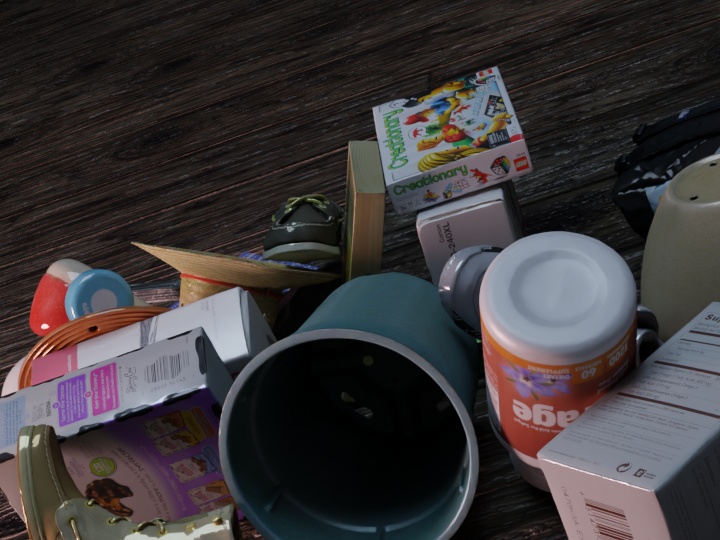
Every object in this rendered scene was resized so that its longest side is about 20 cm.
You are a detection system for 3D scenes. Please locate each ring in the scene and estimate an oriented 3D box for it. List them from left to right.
[{"bbox_3d":[-0.203,0.094,1.743,0.199,0.201,0.019,-19,49,8],"label":"ring"}]

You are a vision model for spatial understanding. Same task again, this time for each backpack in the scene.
[{"bbox_3d":[0.345,-0.094,1.738,0.199,0.154,0.163,-33,9,33],"label":"backpack"}]

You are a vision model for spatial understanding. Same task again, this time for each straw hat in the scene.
[{"bbox_3d":[-0.118,0.030,1.771,0.199,0.086,0.201,9,0,0],"label":"straw hat"}]

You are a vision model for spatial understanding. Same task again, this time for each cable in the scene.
[{"bbox_3d":[-0.164,0.031,1.949,0.198,0.051,0.097,-10,10,21],"label":"cable"}]

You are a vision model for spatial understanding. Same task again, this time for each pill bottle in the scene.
[{"bbox_3d":[0.146,0.074,1.439,0.111,0.201,0.113,-4,51,5],"label":"pill bottle"}]

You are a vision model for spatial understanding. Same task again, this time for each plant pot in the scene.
[{"bbox_3d":[0.009,0.104,1.552,0.198,0.202,0.196,-15,16,17],"label":"plant pot"},{"bbox_3d":[0.310,-0.019,1.592,0.198,0.135,0.201,-18,23,8],"label":"plant pot"}]

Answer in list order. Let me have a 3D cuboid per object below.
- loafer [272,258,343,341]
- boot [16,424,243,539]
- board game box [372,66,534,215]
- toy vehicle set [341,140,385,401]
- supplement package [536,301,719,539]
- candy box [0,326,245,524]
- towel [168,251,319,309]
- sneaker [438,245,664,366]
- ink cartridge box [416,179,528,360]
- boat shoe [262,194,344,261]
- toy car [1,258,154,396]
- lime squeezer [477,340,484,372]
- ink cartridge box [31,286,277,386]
[{"bbox_3d":[-0.067,0.052,1.865,0.063,0.072,0.200,0,35,50],"label":"loafer"},{"bbox_3d":[-0.170,0.196,1.506,0.154,0.202,0.073,-19,-8,4],"label":"boot"},{"bbox_3d":[0.079,-0.118,1.764,0.125,0.035,0.200,-18,24,4],"label":"board game box"},{"bbox_3d":[0.000,0.000,1.754,0.026,0.202,0.125,2,25,-4],"label":"toy vehicle set"},{"bbox_3d":[0.239,0.128,1.363,0.199,0.118,0.117,-36,27,-29],"label":"supplement package"},{"bbox_3d":[-0.187,0.152,1.616,0.198,0.168,0.072,-19,45,7],"label":"candy box"},{"bbox_3d":[-0.114,0.038,2.001,0.144,0.024,0.199,-37,25,-24],"label":"towel"},{"bbox_3d":[0.160,0.038,1.550,0.114,0.199,0.076,11,77,54],"label":"sneaker"},{"bbox_3d":[0.105,-0.029,1.781,0.083,0.146,0.200,-15,24,8],"label":"ink cartridge box"},{"bbox_3d":[-0.051,-0.039,1.804,0.071,0.061,0.202,-1,1,5],"label":"boat shoe"},{"bbox_3d":[-0.260,0.110,1.857,0.201,0.176,0.184,-58,18,-8],"label":"toy car"},{"bbox_3d":[0.115,0.083,1.671,0.199,0.038,0.071,1,33,41],"label":"lime squeezer"},{"bbox_3d":[-0.163,0.115,1.695,0.198,0.147,0.083,-19,45,8],"label":"ink cartridge box"}]
